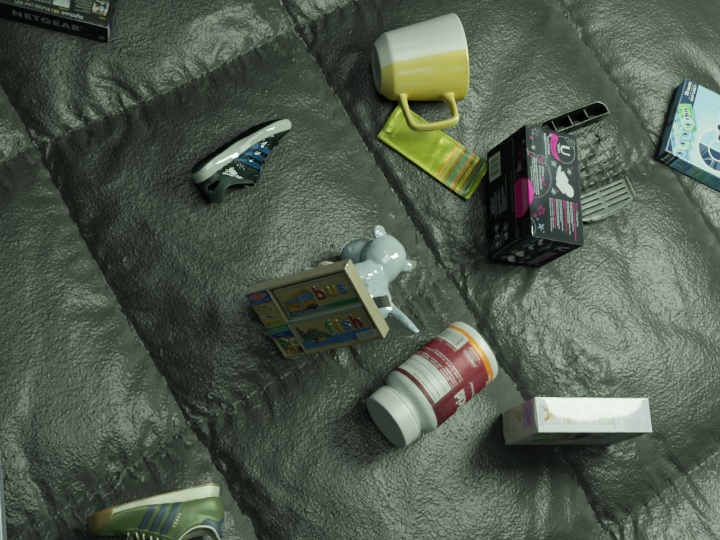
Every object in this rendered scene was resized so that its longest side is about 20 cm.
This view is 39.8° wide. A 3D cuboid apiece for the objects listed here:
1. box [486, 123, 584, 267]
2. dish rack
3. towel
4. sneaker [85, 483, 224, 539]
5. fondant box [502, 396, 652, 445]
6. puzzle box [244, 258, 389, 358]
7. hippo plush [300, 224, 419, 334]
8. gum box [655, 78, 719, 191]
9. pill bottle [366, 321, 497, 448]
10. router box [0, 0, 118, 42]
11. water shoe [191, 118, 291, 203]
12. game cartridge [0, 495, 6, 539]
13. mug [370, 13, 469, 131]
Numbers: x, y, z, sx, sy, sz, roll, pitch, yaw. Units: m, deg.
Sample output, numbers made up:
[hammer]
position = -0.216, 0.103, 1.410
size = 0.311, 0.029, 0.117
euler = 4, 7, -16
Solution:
[box]
position = 0.299, -0.125, 1.711
size = 0.113, 0.132, 0.204
euler = 9, 70, -24
[dish rack]
position = 0.415, -0.193, 1.809
size = 0.151, 0.055, 0.203
euler = -21, 79, -18
[towel]
position = 0.131, -0.212, 1.764
size = 0.198, 0.018, 0.087
euler = 34, 67, -1
[sneaker]
position = -0.291, 0.376, 1.441
size = 0.197, 0.067, 0.091
euler = -10, 70, -20
[fondant box]
position = 0.346, 0.244, 1.602
size = 0.196, 0.144, 0.059
euler = 1, 72, -14
[puzzle box]
position = -0.068, 0.062, 1.514
size = 0.134, 0.198, 0.026
euler = 60, 37, -22
[hippo plush]
position = 0.000, 0.000, 1.579
size = 0.159, 0.198, 0.162
euler = 45, 53, -30
[gum box]
position = 0.678, -0.248, 1.897
size = 0.197, 0.045, 0.172
euler = 25, 69, -4
[pill bottle]
position = 0.113, 0.183, 1.580
size = 0.199, 0.114, 0.115
euler = -36, 84, -21
[router box]
position = -0.505, -0.486, 1.672
size = 0.196, 0.052, 0.160
euler = 12, 71, -10
[water shoe]
position = -0.190, -0.183, 1.658
size = 0.199, 0.071, 0.080
euler = -35, 111, -23
[game cartridge]
position = -0.507, 0.338, 1.364
size = 0.040, 0.133, 0.204
euler = -5, 73, -15
[mug]
position = 0.103, -0.353, 1.730
size = 0.150, 0.151, 0.188
euler = -9, 43, -8
